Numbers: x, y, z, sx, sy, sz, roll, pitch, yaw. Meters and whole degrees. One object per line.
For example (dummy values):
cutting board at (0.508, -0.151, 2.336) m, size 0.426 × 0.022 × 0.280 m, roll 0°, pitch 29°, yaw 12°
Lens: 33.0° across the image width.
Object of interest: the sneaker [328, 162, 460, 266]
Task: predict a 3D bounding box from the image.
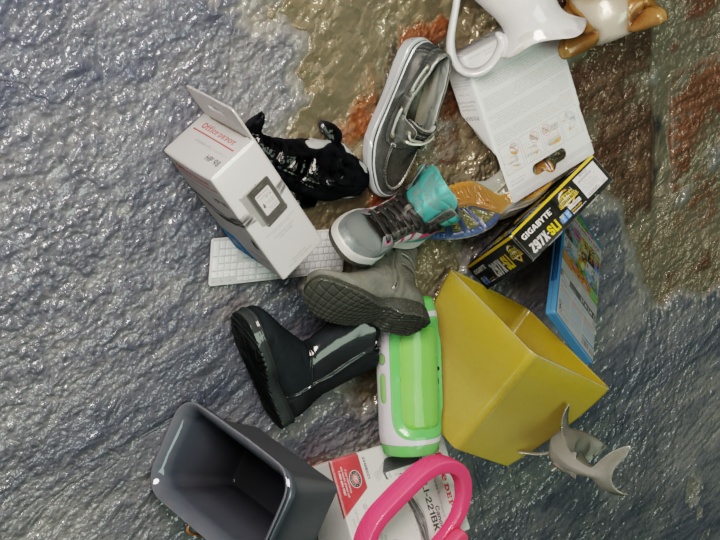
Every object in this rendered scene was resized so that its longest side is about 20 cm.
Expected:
sneaker at (0.056, -0.070, 1.466) m, size 0.121 × 0.084 × 0.199 m, roll -40°, pitch 168°, yaw 33°

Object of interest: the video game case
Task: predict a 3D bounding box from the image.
video game case at (0.309, 0.012, 1.751) m, size 0.143 × 0.018 × 0.202 m, roll 47°, pitch 44°, yaw -43°

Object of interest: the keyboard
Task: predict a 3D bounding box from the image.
keyboard at (-0.098, -0.018, 1.468) m, size 0.198 × 0.011 × 0.057 m, roll -6°, pitch 114°, yaw -39°

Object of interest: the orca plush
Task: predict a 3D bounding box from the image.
orca plush at (-0.051, -0.126, 1.414) m, size 0.200 × 0.071 × 0.106 m, roll 37°, pitch 85°, yaw -44°

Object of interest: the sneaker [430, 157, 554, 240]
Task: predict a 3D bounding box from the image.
sneaker at (0.167, -0.084, 1.618) m, size 0.198 × 0.076 × 0.088 m, roll -22°, pitch 167°, yaw -9°

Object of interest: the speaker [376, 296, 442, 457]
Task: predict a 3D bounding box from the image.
speaker at (0.062, 0.137, 1.592) m, size 0.088 × 0.088 × 0.203 m, roll -4°, pitch 93°, yaw -39°

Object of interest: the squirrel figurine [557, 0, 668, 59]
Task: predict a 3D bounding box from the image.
squirrel figurine at (0.303, -0.391, 1.563) m, size 0.189 × 0.140 × 0.200 m, roll 69°, pitch 20°, yaw -9°

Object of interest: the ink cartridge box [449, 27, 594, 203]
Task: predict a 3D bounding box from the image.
ink cartridge box at (0.207, -0.213, 1.573) m, size 0.162 × 0.057 × 0.202 m, roll -30°, pitch 113°, yaw -27°

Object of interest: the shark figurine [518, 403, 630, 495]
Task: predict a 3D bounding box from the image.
shark figurine at (0.281, 0.224, 1.596) m, size 0.126 × 0.214 × 0.091 m, roll 8°, pitch 94°, yaw 2°

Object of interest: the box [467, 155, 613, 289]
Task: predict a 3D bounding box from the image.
box at (0.234, -0.060, 1.617) m, size 0.049 × 0.200 × 0.160 m, roll 45°, pitch 74°, yaw 0°

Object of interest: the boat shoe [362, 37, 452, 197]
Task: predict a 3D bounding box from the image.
boat shoe at (0.057, -0.179, 1.479) m, size 0.071 × 0.071 × 0.203 m, roll -4°, pitch 115°, yaw -40°

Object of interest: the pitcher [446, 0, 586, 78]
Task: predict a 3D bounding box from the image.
pitcher at (0.154, -0.344, 1.445) m, size 0.170 × 0.121 × 0.202 m, roll -27°, pitch 108°, yaw 7°

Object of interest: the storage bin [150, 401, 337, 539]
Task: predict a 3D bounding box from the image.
storage bin at (-0.133, 0.263, 1.454) m, size 0.134 × 0.199 × 0.147 m, roll 17°, pitch 100°, yaw -53°

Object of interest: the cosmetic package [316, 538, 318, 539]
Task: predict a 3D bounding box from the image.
cosmetic package at (0.024, 0.400, 1.730) m, size 0.198 × 0.071 × 0.103 m, roll -14°, pitch 119°, yaw -35°

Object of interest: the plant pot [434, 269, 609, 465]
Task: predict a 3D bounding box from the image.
plant pot at (0.181, 0.149, 1.672) m, size 0.199 × 0.200 × 0.177 m, roll 25°, pitch 106°, yaw -44°

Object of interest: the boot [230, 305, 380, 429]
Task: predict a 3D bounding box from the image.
boot at (-0.062, 0.083, 1.499) m, size 0.167 × 0.076 × 0.202 m, roll -35°, pitch 135°, yaw -20°

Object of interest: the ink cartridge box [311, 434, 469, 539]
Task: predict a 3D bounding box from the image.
ink cartridge box at (0.036, 0.310, 1.644) m, size 0.198 × 0.083 × 0.146 m, roll -10°, pitch 78°, yaw -38°

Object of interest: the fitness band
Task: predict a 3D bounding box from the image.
fitness band at (0.071, 0.328, 1.564) m, size 0.200 × 0.037 × 0.145 m, roll -42°, pitch 124°, yaw -23°

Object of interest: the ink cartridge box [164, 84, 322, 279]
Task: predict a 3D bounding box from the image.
ink cartridge box at (-0.137, -0.095, 1.323) m, size 0.067 × 0.115 × 0.201 m, roll -44°, pitch 129°, yaw -12°

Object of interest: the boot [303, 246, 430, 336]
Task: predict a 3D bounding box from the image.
boot at (0.000, 0.000, 1.497) m, size 0.198 × 0.132 × 0.067 m, roll 18°, pitch 139°, yaw -40°
